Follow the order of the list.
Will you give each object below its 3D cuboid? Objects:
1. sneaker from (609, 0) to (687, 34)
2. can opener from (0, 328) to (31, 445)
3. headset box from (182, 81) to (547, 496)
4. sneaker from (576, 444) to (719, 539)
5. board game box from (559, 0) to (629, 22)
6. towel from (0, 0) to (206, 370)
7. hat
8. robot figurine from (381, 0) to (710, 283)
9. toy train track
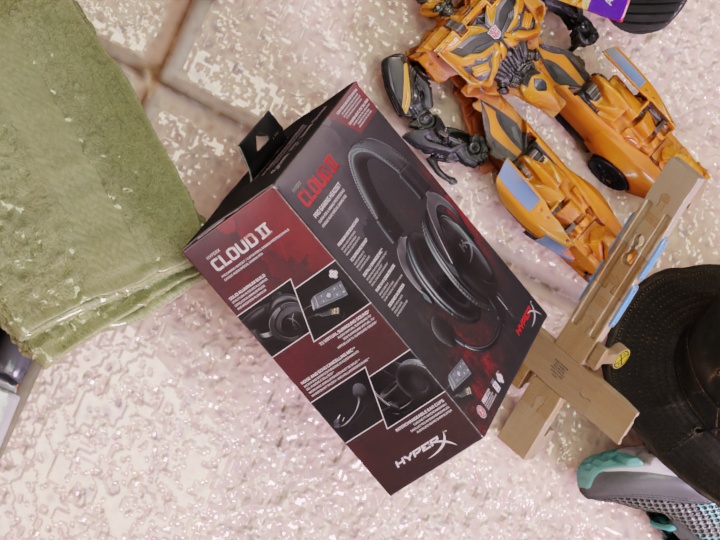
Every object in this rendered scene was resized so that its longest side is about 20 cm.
[{"bbox_3d":[0.188,-0.241,1.583,0.074,0.088,0.201,7,93,22],"label":"sneaker"},{"bbox_3d":[-0.198,0.040,1.422,0.053,0.066,0.201,26,71,-18],"label":"can opener"},{"bbox_3d":[0.000,0.000,1.451,0.200,0.077,0.149,51,30,-9],"label":"headset box"},{"bbox_3d":[0.219,0.160,1.560,0.199,0.078,0.092,15,85,-17],"label":"sneaker"},{"bbox_3d":[0.083,-0.248,1.487,0.199,0.046,0.152,20,114,4],"label":"board game box"},{"bbox_3d":[-0.174,-0.055,1.417,0.148,0.036,0.200,-27,82,-35],"label":"towel"},{"bbox_3d":[0.243,0.053,1.524,0.200,0.081,0.201,6,49,-7],"label":"hat"},{"bbox_3d":[0.109,-0.095,1.548,0.200,0.058,0.145,46,71,-12],"label":"robot figurine"},{"bbox_3d":[0.144,0.023,1.520,0.032,0.115,0.200,1,125,-54],"label":"toy train track"}]
